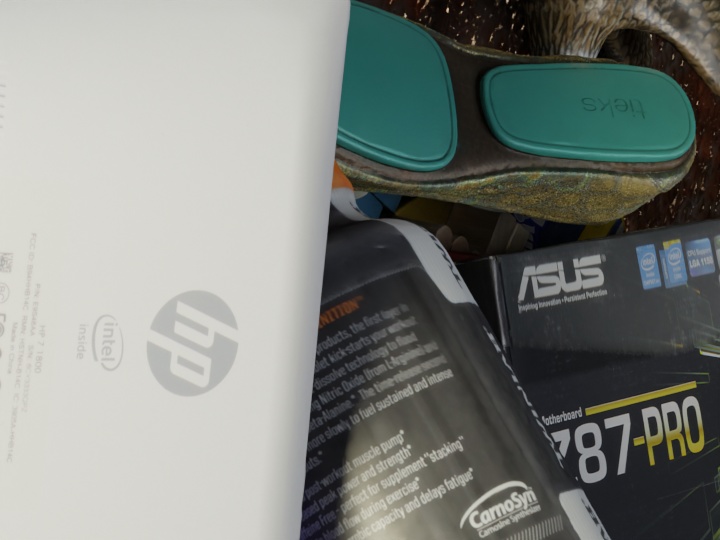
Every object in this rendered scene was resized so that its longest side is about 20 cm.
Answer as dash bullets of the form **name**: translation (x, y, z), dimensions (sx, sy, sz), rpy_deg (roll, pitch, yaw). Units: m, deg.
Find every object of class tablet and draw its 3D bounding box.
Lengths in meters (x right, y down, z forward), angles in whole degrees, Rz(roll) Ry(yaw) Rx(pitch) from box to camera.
- **tablet**: translation (-0.064, 0.018, 0.616), dimensions (0.129, 0.014, 0.201), rpy_deg (2, 97, -35)

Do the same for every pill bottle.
- **pill bottle**: translation (0.004, 0.058, 0.739), dimensions (0.106, 0.106, 0.201), rpy_deg (-11, 68, -53)

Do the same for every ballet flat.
- **ballet flat**: translation (0.024, -0.049, 0.835), dimensions (0.199, 0.071, 0.071), rpy_deg (6, 96, -28)

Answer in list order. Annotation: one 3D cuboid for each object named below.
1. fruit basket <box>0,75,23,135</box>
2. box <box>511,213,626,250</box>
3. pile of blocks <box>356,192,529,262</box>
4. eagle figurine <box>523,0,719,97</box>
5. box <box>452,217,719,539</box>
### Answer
- **fruit basket**: translation (-0.108, -0.078, 0.638), dimensions (0.185, 0.094, 0.201), rpy_deg (27, 73, -24)
- **box**: translation (0.082, 0.057, 0.998), dimensions (0.070, 0.064, 0.201), rpy_deg (-55, 146, -29)
- **pile of blocks**: translation (0.000, 0.000, 0.854), dimensions (0.200, 0.062, 0.083), rpy_deg (-40, 128, -40)
- **eagle figurine**: translation (0.102, -0.109, 0.930), dimensions (0.199, 0.152, 0.151), rpy_deg (17, 123, -40)
- **box**: translation (0.104, 0.066, 0.883), dimensions (0.199, 0.049, 0.162), rpy_deg (-8, 88, -48)
